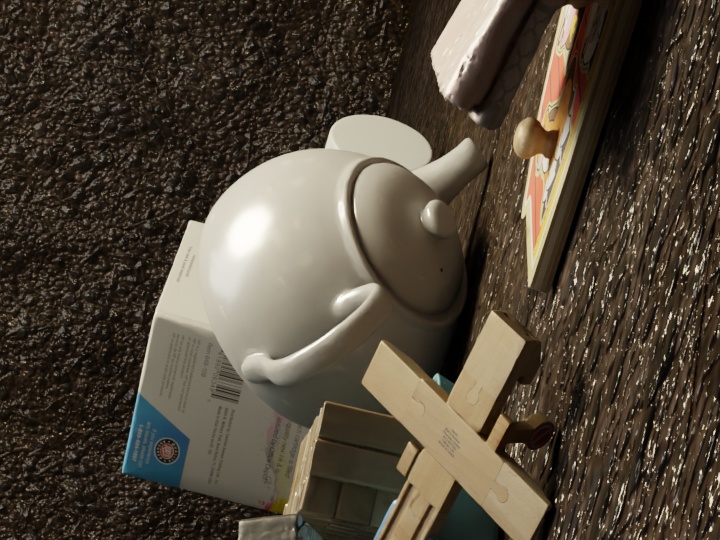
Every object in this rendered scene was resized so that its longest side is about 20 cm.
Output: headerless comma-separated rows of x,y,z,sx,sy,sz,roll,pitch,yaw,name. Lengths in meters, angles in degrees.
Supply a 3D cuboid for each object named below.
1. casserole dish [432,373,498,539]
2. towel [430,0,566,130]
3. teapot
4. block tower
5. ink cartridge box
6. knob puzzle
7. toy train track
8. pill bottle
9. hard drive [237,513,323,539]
0.038,0.136,0.980,0.200,0.038,0.122,-84,8,-63,casserole dish
0.093,-0.161,0.914,0.192,0.032,0.200,-59,6,11,towel
0.000,0.000,1.304,0.145,0.196,0.202,-29,59,34,teapot
-0.007,0.112,1.061,0.200,0.057,0.055,108,176,-77,block tower
-0.058,0.080,1.516,0.146,0.198,0.148,-78,3,-60,ink cartridge box
0.101,-0.114,0.992,0.220,0.030,0.222,-166,90,-87,knob puzzle
0.031,0.107,0.867,0.115,0.032,0.201,44,118,37,toy train track
-0.003,-0.031,1.832,0.114,0.113,0.201,-81,5,-58,pill bottle
-0.023,0.233,0.949,0.140,0.037,0.202,59,-151,-53,hard drive
